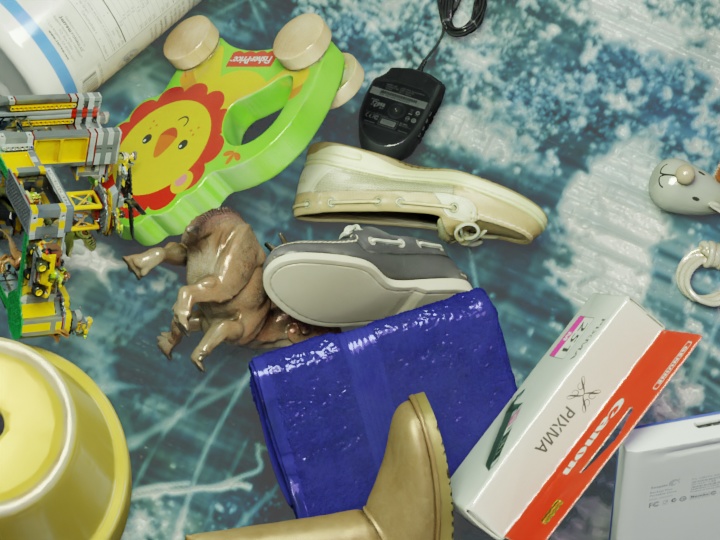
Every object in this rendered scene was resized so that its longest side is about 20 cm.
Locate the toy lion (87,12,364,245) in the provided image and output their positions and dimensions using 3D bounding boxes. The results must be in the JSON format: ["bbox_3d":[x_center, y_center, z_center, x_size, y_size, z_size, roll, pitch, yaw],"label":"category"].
[{"bbox_3d":[-0.117,-0.104,1.704,0.199,0.069,0.193,4,58,42],"label":"toy lion"}]

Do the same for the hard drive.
[{"bbox_3d":[0.248,0.181,1.623,0.131,0.201,0.025,-9,44,-8],"label":"hard drive"}]

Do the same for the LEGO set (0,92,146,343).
[{"bbox_3d":[-0.220,-0.045,1.664,0.115,0.155,0.200,-5,30,-25],"label":"LEGO set"}]

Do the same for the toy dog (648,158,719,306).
[{"bbox_3d":[0.339,-0.057,1.759,0.198,0.096,0.133,-10,72,-8],"label":"toy dog"}]

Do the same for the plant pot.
[{"bbox_3d":[-0.264,0.135,1.592,0.199,0.189,0.203,2,71,-5],"label":"plant pot"}]

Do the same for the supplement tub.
[{"bbox_3d":[-0.215,-0.224,1.748,0.132,0.132,0.200,44,73,10],"label":"supplement tub"}]

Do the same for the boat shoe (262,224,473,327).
[{"bbox_3d":[0.000,0.000,1.693,0.199,0.073,0.063,9,46,-39],"label":"boat shoe"}]

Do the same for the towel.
[{"bbox_3d":[0.023,0.108,1.691,0.198,0.050,0.149,-17,99,-11],"label":"towel"}]

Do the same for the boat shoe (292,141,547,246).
[{"bbox_3d":[0.047,-0.047,1.746,0.199,0.073,0.064,16,78,3],"label":"boat shoe"}]

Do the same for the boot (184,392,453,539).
[{"bbox_3d":[-0.031,0.189,1.626,0.198,0.066,0.177,-9,108,-9],"label":"boot"}]

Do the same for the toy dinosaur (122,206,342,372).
[{"bbox_3d":[-0.095,0.003,1.675,0.135,0.201,0.086,-37,48,-17],"label":"toy dinosaur"}]

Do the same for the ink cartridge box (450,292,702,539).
[{"bbox_3d":[0.149,0.107,1.604,0.043,0.174,0.200,39,84,-8],"label":"ink cartridge box"}]

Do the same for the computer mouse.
[{"bbox_3d":[0.054,-0.167,1.810,0.058,0.034,0.201,20,65,20],"label":"computer mouse"}]
